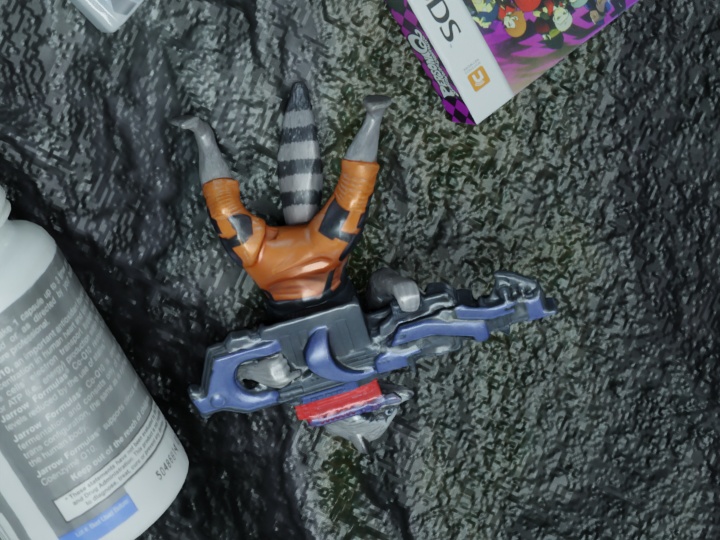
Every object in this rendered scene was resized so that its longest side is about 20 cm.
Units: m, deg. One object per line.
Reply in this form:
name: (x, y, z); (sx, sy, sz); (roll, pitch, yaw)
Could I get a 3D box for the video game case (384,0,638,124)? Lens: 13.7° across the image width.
video game case: (0.089, -0.210, 1.656); (0.200, 0.036, 0.182); (-37, 111, -17)

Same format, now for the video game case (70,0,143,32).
video game case: (-0.139, -0.256, 1.550); (0.200, 0.023, 0.182); (45, 77, -23)

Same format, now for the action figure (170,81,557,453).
action figure: (0.000, 0.000, 1.605); (0.199, 0.105, 0.195); (-9, 106, 1)

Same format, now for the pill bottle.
pill bottle: (-0.182, 0.047, 1.514); (0.114, 0.114, 0.201); (-36, 110, -17)
